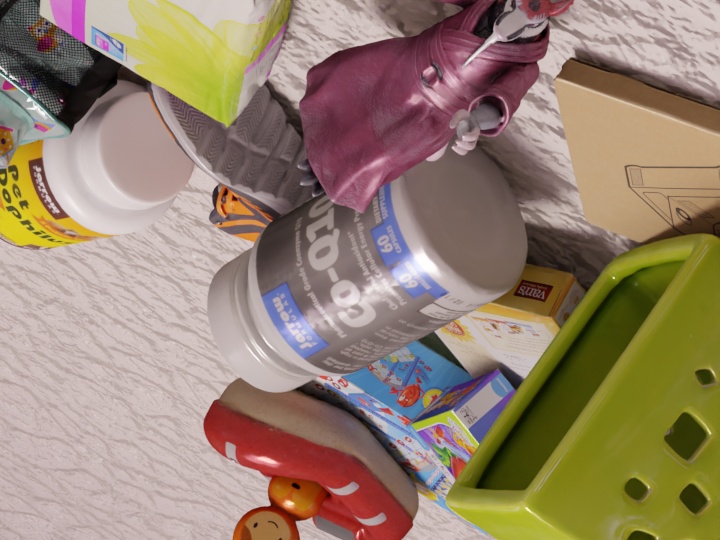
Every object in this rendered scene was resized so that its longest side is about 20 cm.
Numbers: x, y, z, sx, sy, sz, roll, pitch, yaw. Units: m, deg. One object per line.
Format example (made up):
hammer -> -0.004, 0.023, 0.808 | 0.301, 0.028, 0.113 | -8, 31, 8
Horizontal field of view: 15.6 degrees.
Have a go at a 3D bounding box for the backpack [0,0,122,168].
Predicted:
backpack -> -0.281, -0.164, 1.759 | 0.200, 0.153, 0.175 | 50, 158, -22

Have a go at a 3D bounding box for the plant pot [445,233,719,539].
plant pot -> 0.192, 0.113, 1.565 | 0.181, 0.199, 0.200 | 38, 171, -6

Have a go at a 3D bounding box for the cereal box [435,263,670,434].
cereal box -> 0.126, 0.061, 1.770 | 0.143, 0.040, 0.200 | 13, 153, 42

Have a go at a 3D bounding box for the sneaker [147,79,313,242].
sneaker -> -0.086, -0.070, 1.787 | 0.200, 0.078, 0.112 | 43, 154, -24

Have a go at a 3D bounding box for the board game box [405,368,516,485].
board game box -> 0.124, 0.165, 1.817 | 0.200, 0.045, 0.134 | 51, 166, -1

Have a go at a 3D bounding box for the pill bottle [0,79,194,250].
pill bottle -> -0.197, -0.075, 1.877 | 0.109, 0.110, 0.200 | 42, 156, -22

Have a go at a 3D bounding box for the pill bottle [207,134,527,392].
pill bottle -> 0.000, 0.000, 1.689 | 0.114, 0.114, 0.200 | 42, 132, -22

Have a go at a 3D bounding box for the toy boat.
toy boat -> -0.052, 0.170, 1.996 | 0.130, 0.131, 0.200 | 20, 161, 36

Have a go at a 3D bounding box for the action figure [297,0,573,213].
action figure -> 0.055, -0.107, 1.499 | 0.200, 0.135, 0.148 | -30, 157, 37

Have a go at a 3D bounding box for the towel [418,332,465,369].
towel -> 0.104, 0.050, 1.859 | 0.152, 0.023, 0.200 | 36, 157, -10

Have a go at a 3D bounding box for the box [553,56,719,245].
box -> 0.213, -0.042, 1.531 | 0.199, 0.021, 0.164 | 21, 156, 23

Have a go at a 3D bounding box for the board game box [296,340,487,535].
board game box -> 0.042, 0.112, 1.990 | 0.195, 0.056, 0.200 | 32, 165, 2

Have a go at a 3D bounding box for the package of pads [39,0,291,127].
package of pads -> -0.116, -0.181, 1.612 | 0.154, 0.068, 0.200 | 30, 158, 5
